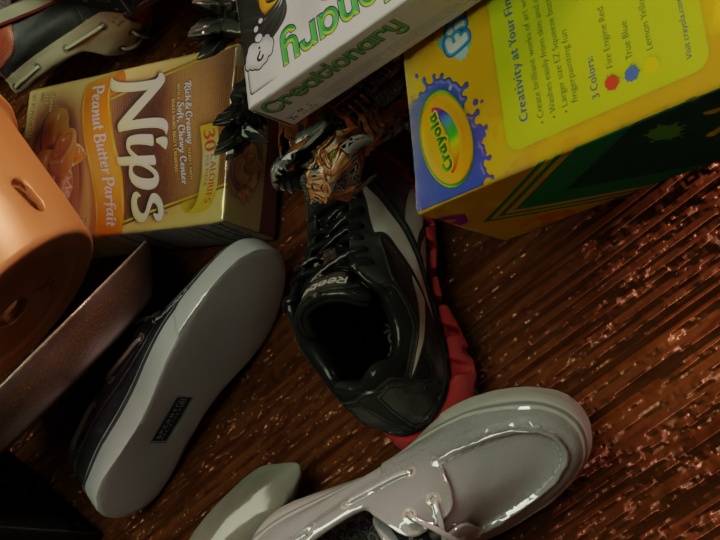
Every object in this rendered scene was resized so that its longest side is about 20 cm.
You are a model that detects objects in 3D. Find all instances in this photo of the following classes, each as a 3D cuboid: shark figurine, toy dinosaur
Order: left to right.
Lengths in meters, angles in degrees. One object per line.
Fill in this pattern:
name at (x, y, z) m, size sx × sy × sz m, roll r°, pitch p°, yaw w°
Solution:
shark figurine at (-0.095, 0.218, 0.692) m, size 0.128 × 0.089 × 0.215 m, roll -14°, pitch 67°, yaw 34°
toy dinosaur at (-0.015, -0.106, 0.702) m, size 0.135 × 0.200 × 0.103 m, roll 7°, pitch 113°, yaw 16°

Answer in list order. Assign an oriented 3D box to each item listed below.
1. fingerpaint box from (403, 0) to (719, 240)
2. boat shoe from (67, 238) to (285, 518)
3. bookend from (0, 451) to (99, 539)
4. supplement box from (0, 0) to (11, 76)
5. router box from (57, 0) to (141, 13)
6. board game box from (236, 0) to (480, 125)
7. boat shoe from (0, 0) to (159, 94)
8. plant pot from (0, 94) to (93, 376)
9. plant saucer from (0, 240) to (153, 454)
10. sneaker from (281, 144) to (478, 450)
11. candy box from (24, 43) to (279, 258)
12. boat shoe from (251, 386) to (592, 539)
fingerpaint box at (0.099, -0.136, 0.564) m, size 0.167 × 0.073 × 0.201 m, roll -22°, pitch 65°, yaw 40°
boat shoe at (-0.120, 0.056, 0.770) m, size 0.068 × 0.072 × 0.200 m, roll 43°, pitch 109°, yaw 36°
bookend at (-0.305, 0.214, 0.841) m, size 0.198 × 0.092 × 0.201 m, roll 29°, pitch 95°, yaw 38°
supplement box at (-0.355, -0.243, 1.003) m, size 0.101 × 0.103 × 0.201 m, roll -24°, pitch 65°, yaw 28°
router box at (-0.154, -0.266, 0.845) m, size 0.149 × 0.051 × 0.200 m, roll 17°, pitch 61°, yaw 38°
board game box at (0.016, -0.168, 0.577) m, size 0.200 × 0.035 × 0.127 m, roll -28°, pitch 61°, yaw 38°
boat shoe at (-0.185, -0.182, 0.886) m, size 0.199 × 0.071 × 0.063 m, roll -14°, pitch 108°, yaw 23°
plant pot at (-0.263, -0.015, 0.763) m, size 0.140 × 0.200 × 0.200 m, roll 39°, pitch 102°, yaw 10°
plant saucer at (-0.196, 0.062, 0.775) m, size 0.200 × 0.200 × 0.032 m, roll -40°, pitch 99°, yaw 20°
sneaker at (0.000, 0.000, 0.676) m, size 0.071 × 0.098 × 0.201 m, roll -31°, pitch 58°, yaw 27°
candy box at (-0.144, -0.074, 0.828) m, size 0.199 × 0.055 × 0.116 m, roll -5°, pitch 76°, yaw 36°
boat shoe at (0.023, 0.124, 0.616) m, size 0.199 × 0.069 × 0.072 m, roll -23°, pitch 106°, yaw 16°
